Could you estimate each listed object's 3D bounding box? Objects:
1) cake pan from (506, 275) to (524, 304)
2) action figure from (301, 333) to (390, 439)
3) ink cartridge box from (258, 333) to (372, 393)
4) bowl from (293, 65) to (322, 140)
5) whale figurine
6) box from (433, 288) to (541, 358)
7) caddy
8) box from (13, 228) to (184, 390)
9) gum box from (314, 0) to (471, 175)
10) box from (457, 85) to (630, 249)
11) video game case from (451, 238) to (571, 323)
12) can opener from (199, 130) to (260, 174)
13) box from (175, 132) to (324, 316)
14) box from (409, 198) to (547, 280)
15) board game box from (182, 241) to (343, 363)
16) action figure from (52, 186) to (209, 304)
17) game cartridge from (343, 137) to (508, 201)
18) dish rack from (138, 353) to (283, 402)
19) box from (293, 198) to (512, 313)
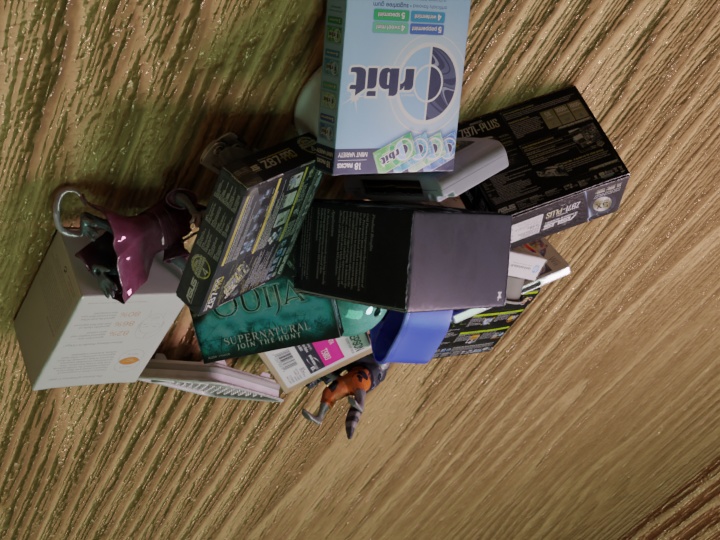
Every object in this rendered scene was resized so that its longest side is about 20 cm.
[{"bbox_3d":[0.156,-0.014,1.724,0.199,0.200,0.037,11,109,-48],"label":"cake pan"},{"bbox_3d":[-0.019,0.192,1.965,0.199,0.105,0.194,-37,-172,42],"label":"action figure"},{"bbox_3d":[-0.079,0.095,1.818,0.163,0.076,0.201,-25,151,0],"label":"ink cartridge box"},{"bbox_3d":[0.025,-0.181,1.422,0.199,0.091,0.202,-19,152,-11],"label":"bowl"},{"bbox_3d":[0.000,0.000,1.624,0.158,0.103,0.202,-7,125,-50],"label":"whale figurine"},{"bbox_3d":[0.186,0.081,2.046,0.198,0.048,0.194,-5,143,-32],"label":"box"},{"bbox_3d":[0.065,0.057,1.794,0.103,0.143,0.201,6,142,-16],"label":"caddy"},{"bbox_3d":[-0.332,0.049,1.497,0.151,0.107,0.200,-1,143,-39],"label":"box"},{"bbox_3d":[0.036,-0.211,1.312,0.168,0.044,0.203,-6,108,-34],"label":"gum box"},{"bbox_3d":[0.234,-0.136,1.591,0.198,0.165,0.087,-20,152,-12],"label":"box"},{"bbox_3d":[0.210,0.003,1.841,0.198,0.144,0.018,-23,122,-6],"label":"video game case"},{"bbox_3d":[-0.122,-0.110,1.440,0.053,0.067,0.200,-42,149,10],"label":"can opener"},{"bbox_3d":[-0.125,-0.054,1.394,0.161,0.049,0.201,-32,154,-48],"label":"box"},{"bbox_3d":[0.151,-0.054,1.668,0.199,0.156,0.042,8,118,-47],"label":"box"},{"bbox_3d":[-0.133,0.041,1.577,0.197,0.137,0.028,-12,-168,12],"label":"board game box"},{"bbox_3d":[-0.253,-0.045,1.422,0.199,0.148,0.135,-33,148,-46],"label":"action figure"},{"bbox_3d":[0.084,-0.127,1.476,0.132,0.041,0.199,-26,-161,-33],"label":"game cartridge"},{"bbox_3d":[-0.225,0.162,1.782,0.170,0.044,0.199,-1,165,31],"label":"dish rack"},{"bbox_3d":[0.054,-0.022,1.480,0.195,0.126,0.198,11,-171,42],"label":"box"}]
